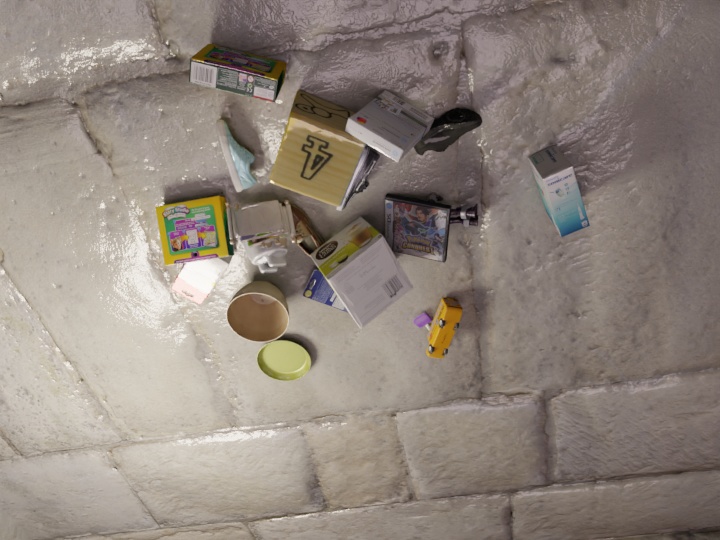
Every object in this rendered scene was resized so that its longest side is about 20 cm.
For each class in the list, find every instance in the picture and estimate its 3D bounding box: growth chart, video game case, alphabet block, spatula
[{"bbox_3d":[-0.280,-0.131,1.462,0.196,0.147,0.018,-4,168,-2],"label":"growth chart"},{"bbox_3d":[0.164,-0.124,1.539,0.197,0.026,0.183,14,127,20],"label":"video game case"},{"bbox_3d":[-0.108,-0.317,1.350,0.197,0.197,0.198,18,122,-12],"label":"alphabet block"},{"bbox_3d":[0.253,0.217,1.825,0.056,0.021,0.200,-33,119,16],"label":"spatula"}]

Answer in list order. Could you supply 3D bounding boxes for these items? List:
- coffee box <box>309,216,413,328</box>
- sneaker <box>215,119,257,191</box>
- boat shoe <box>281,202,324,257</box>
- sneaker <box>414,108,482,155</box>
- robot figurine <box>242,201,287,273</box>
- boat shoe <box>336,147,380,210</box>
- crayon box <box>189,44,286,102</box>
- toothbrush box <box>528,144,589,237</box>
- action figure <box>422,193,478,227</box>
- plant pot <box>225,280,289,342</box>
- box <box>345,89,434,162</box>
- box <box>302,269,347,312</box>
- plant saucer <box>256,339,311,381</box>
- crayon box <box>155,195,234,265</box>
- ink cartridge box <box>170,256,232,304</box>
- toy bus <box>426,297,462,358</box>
[{"bbox_3d":[0.000,0.000,1.535,0.199,0.198,0.201,-36,121,-3],"label":"coffee box"},{"bbox_3d":[-0.336,-0.322,1.430,0.081,0.074,0.203,-21,125,-13],"label":"sneaker"},{"bbox_3d":[-0.176,-0.115,1.561,0.075,0.074,0.200,-33,119,21],"label":"boat shoe"},{"bbox_3d":[0.229,-0.369,1.396,0.197,0.077,0.091,-11,134,16],"label":"sneaker"},{"bbox_3d":[-0.284,-0.095,1.522,0.168,0.112,0.203,-27,77,29],"label":"robot figurine"},{"bbox_3d":[-0.007,-0.250,1.474,0.067,0.072,0.202,22,115,-13],"label":"boat shoe"},{"bbox_3d":[-0.286,-0.473,1.242,0.196,0.174,0.059,11,122,-8],"label":"crayon box"},{"bbox_3d":[0.550,-0.221,1.445,0.084,0.147,0.201,-22,123,15],"label":"toothbrush box"},{"bbox_3d":[0.246,-0.160,1.537,0.196,0.070,0.131,2,133,17],"label":"action figure"},{"bbox_3d":[-0.322,0.111,1.681,0.196,0.135,0.203,0,126,0],"label":"plant pot"},{"bbox_3d":[0.076,-0.361,1.285,0.155,0.200,0.041,32,135,8],"label":"box"},{"bbox_3d":[-0.081,0.066,1.713,0.197,0.033,0.122,21,122,-16],"label":"box"},{"bbox_3d":[-0.277,0.321,1.891,0.196,0.031,0.203,0,124,0],"label":"plant saucer"},{"bbox_3d":[-0.484,-0.115,1.524,0.196,0.058,0.176,-8,92,6],"label":"crayon box"},{"bbox_3d":[-0.502,0.002,1.646,0.115,0.068,0.200,32,119,-20],"label":"ink cartridge box"},{"bbox_3d":[0.278,0.198,1.760,0.064,0.079,0.203,9,118,-17],"label":"toy bus"}]
